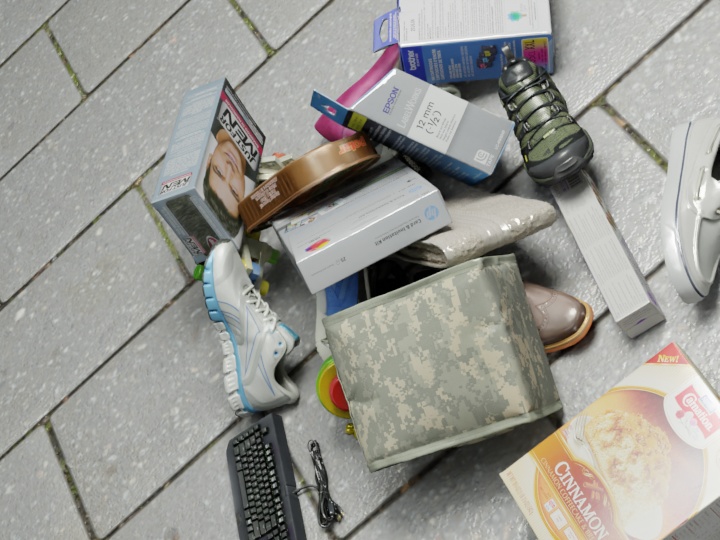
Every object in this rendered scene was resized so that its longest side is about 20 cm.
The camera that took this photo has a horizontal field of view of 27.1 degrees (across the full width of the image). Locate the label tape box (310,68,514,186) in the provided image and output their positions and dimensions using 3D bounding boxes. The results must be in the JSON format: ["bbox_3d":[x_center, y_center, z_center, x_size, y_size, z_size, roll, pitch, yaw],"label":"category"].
[{"bbox_3d":[0.050,-0.161,1.562,0.066,0.200,0.143,-64,2,-3],"label":"label tape box"}]

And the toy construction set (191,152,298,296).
[{"bbox_3d":[-0.138,-0.055,1.743,0.131,0.092,0.200,-33,34,50],"label":"toy construction set"}]

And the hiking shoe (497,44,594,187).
[{"bbox_3d":[0.177,-0.160,1.538,0.076,0.101,0.200,-36,28,12],"label":"hiking shoe"}]

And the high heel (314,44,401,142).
[{"bbox_3d":[0.020,-0.237,1.762,0.096,0.067,0.200,21,89,33],"label":"high heel"}]

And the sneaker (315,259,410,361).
[{"bbox_3d":[0.001,0.000,1.611,0.111,0.077,0.200,-26,54,29],"label":"sneaker"}]

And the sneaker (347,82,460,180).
[{"bbox_3d":[0.052,-0.132,1.663,0.088,0.074,0.200,6,66,41],"label":"sneaker"}]

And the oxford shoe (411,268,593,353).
[{"bbox_3d":[0.136,0.035,1.491,0.200,0.073,0.071,6,66,39],"label":"oxford shoe"}]

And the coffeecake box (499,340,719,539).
[{"bbox_3d":[0.247,0.186,1.311,0.200,0.073,0.154,-39,45,9],"label":"coffeecake box"}]

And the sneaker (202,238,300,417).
[{"bbox_3d":[-0.111,0.058,1.618,0.087,0.200,0.075,-8,15,20],"label":"sneaker"}]

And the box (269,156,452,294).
[{"bbox_3d":[-0.004,-0.050,1.519,0.156,0.041,0.200,-28,16,-4],"label":"box"}]

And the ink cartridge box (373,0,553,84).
[{"bbox_3d":[0.111,-0.283,1.665,0.200,0.076,0.136,-3,56,6],"label":"ink cartridge box"}]

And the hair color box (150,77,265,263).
[{"bbox_3d":[-0.168,-0.115,1.686,0.061,0.099,0.200,-17,39,23],"label":"hair color box"}]

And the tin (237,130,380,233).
[{"bbox_3d":[-0.057,-0.095,1.606,0.200,0.112,0.042,-31,81,52],"label":"tin"}]

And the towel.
[{"bbox_3d":[0.099,-0.046,1.511,0.133,0.034,0.200,-23,14,-19],"label":"towel"}]

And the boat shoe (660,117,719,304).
[{"bbox_3d":[0.331,-0.062,1.415,0.066,0.072,0.200,-14,46,35],"label":"boat shoe"}]

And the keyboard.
[{"bbox_3d":[-0.082,0.235,1.564,0.127,0.021,0.200,-31,49,18],"label":"keyboard"}]

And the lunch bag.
[{"bbox_3d":[0.070,0.092,1.439,0.200,0.118,0.164,-20,84,24],"label":"lunch bag"}]

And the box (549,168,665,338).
[{"bbox_3d":[0.240,-0.023,1.475,0.041,0.039,0.200,-35,47,16],"label":"box"}]

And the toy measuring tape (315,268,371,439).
[{"bbox_3d":[-0.016,0.080,1.525,0.074,0.074,0.200,2,105,38],"label":"toy measuring tape"}]
